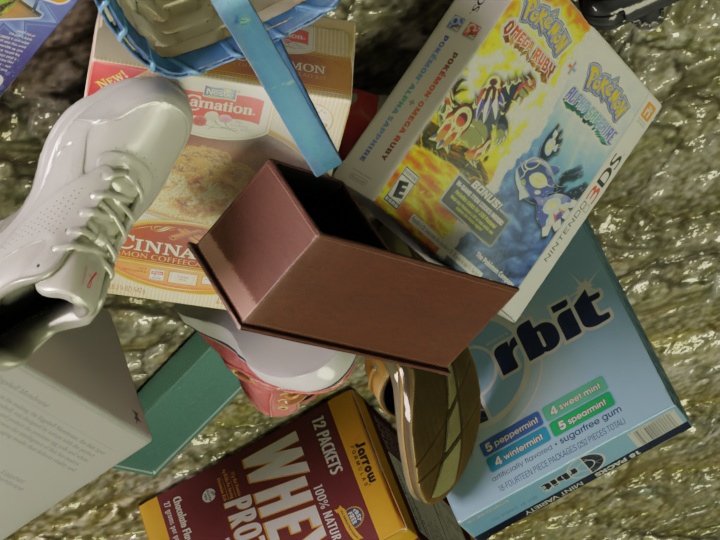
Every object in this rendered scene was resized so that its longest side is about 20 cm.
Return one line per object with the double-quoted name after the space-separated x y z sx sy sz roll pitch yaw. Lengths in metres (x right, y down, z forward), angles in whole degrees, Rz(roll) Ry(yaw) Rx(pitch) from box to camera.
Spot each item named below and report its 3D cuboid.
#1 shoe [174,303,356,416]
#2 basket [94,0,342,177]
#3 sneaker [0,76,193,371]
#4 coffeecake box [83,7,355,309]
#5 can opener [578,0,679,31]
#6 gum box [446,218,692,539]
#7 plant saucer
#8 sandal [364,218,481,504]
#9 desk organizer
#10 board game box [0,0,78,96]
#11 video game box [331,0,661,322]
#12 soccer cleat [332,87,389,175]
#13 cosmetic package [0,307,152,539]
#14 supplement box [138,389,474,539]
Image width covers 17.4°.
-0.044 0.056 1.555 0.071 0.200 0.091 -47 122 -12 "shoe"
-0.074 -0.162 1.256 0.139 0.200 0.176 -29 142 -1 "basket"
-0.156 -0.018 1.333 0.078 0.099 0.200 33 100 -37 "sneaker"
-0.097 -0.070 1.437 0.153 0.073 0.200 9 137 -7 "coffeecake box"
0.225 -0.207 1.477 0.200 0.063 0.079 -20 144 -3 "can opener"
0.113 0.063 1.646 0.170 0.200 0.045 -29 145 10 "gum box"
-0.119 0.085 1.708 0.070 0.019 0.200 17 129 -41 "plant saucer"
0.030 0.058 1.576 0.054 0.200 0.080 -2 -161 43 "sandal"
0.000 0.000 1.425 0.200 0.072 0.077 15 124 -49 "desk organizer"
-0.257 -0.166 1.297 0.200 0.034 0.135 16 130 -41 "board game box"
0.093 -0.084 1.516 0.182 0.047 0.200 -58 141 -5 "video game box"
-0.033 -0.050 1.554 0.073 0.068 0.200 17 138 -9 "soccer cleat"
-0.281 0.083 1.528 0.200 0.123 0.199 -33 143 16 "cosmetic package"
-0.029 0.228 1.838 0.197 0.133 0.200 -30 144 10 "supplement box"
